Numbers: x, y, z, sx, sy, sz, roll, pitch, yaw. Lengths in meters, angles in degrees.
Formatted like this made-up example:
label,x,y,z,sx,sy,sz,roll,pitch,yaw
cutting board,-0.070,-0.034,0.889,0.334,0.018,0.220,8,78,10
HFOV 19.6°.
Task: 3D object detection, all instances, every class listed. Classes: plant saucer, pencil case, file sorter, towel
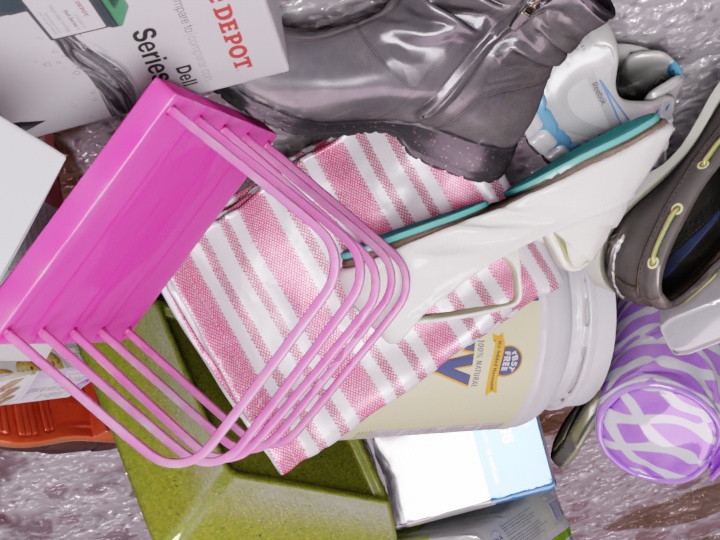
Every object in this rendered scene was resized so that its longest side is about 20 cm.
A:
label,x,y,z,sx,sy,sz,roll,pitch,yaw
plant saucer,-0.067,0.097,1.296,0.199,0.201,0.048,16,127,-43
pencil case,0.200,0.047,1.321,0.085,0.200,0.084,31,129,-6
file sorter,-0.066,0.011,1.001,0.139,0.125,0.200,-52,171,5
towel,0.000,0.000,1.148,0.199,0.147,0.030,-34,-171,-7

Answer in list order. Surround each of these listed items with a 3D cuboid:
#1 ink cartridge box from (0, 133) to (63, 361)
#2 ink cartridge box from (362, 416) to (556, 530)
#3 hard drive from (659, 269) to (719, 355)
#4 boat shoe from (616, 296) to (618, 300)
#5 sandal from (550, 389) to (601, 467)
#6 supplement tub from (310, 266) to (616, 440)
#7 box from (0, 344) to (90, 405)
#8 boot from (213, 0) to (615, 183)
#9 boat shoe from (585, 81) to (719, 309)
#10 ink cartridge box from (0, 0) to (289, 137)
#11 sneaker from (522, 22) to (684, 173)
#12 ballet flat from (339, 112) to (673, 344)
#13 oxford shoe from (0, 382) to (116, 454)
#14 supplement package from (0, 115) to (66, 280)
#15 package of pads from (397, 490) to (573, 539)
label,x,y,z,sx,sy,sz,roll,pitch,yaw
ink cartridge box,-0.256,-0.019,1.072,0.199,0.117,0.068,3,148,-26
ink cartridge box,0.030,0.133,1.462,0.199,0.085,0.145,-15,179,2
hard drive,0.240,-0.025,1.235,0.131,0.200,0.026,-23,110,16
boat shoe,0.081,0.035,1.396,0.198,0.072,0.062,-8,115,-8
sandal,0.211,0.073,1.437,0.200,0.057,0.080,-35,169,-22
supplement tub,0.039,0.027,1.260,0.199,0.146,0.145,-3,150,-21
box,-0.207,0.054,1.226,0.039,0.042,0.200,-35,170,12
boot,0.020,-0.130,1.063,0.199,0.070,0.132,12,129,-25
boat shoe,0.215,-0.056,1.182,0.201,0.060,0.072,-46,130,-12
ink cartridge box,-0.142,-0.135,0.943,0.199,0.085,0.146,-14,152,3
sneaker,0.156,-0.082,1.197,0.086,0.075,0.200,-30,149,17
ballet flat,0.085,-0.018,1.122,0.199,0.070,0.070,-25,153,-6
oxford shoe,-0.222,0.093,1.344,0.199,0.072,0.072,11,148,-39
supplement package,-0.259,-0.013,0.902,0.191,0.148,0.200,31,159,-12
package of pads,0.033,0.211,1.471,0.199,0.069,0.154,-15,-178,27
